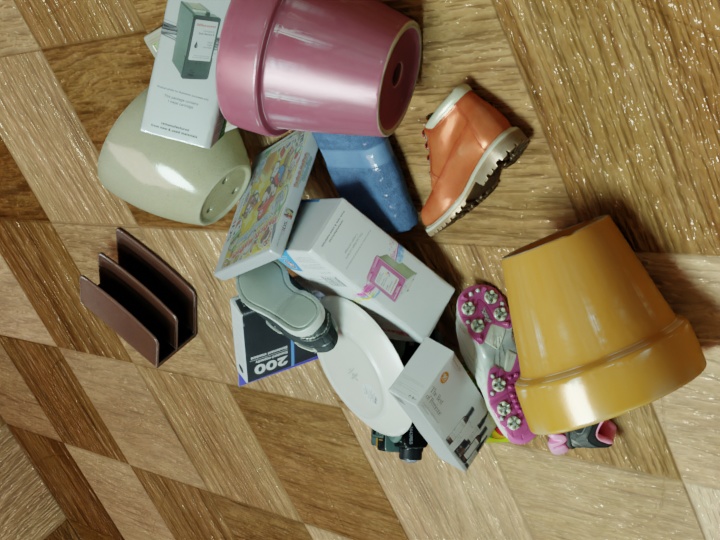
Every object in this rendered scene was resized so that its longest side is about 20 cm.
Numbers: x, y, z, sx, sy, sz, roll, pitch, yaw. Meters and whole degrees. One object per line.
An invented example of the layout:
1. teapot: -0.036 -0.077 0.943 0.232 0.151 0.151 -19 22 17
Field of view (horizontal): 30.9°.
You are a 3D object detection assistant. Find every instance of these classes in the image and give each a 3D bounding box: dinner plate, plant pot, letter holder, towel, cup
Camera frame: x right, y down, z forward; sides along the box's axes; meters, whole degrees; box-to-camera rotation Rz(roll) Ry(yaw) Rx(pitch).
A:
1. dinner plate: -0.005 0.127 1.660 0.200 0.024 0.202 38 145 33
2. plant pot: -0.037 -0.231 1.422 0.177 0.201 0.201 18 140 17
3. letter holder: -0.385 0.042 2.251 0.199 0.100 0.143 37 146 19
4. towel: 0.002 -0.141 1.595 0.111 0.048 0.202 9 131 48
5. cup: -0.230 -0.144 1.737 0.143 0.200 0.201 41 149 16
6. plant pot: 0.239 0.049 1.378 0.200 0.199 0.185 -21 91 58

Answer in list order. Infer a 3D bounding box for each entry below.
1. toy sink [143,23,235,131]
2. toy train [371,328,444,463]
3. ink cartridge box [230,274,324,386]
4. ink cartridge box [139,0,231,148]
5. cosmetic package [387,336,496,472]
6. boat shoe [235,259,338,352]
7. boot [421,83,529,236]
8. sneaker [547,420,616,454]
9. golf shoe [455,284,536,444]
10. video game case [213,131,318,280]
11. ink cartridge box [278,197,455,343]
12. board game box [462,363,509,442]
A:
1. toy sink: -0.159 -0.242 1.628 0.130 0.112 0.201 -7 119 55
2. toy train: 0.058 0.154 1.744 0.114 0.084 0.203 170 102 -67
3. ink cartridge box: -0.079 0.083 1.808 0.201 0.196 0.044 92 153 -50
4. ink cartridge box: -0.177 -0.251 1.466 0.083 0.146 0.202 14 101 -2
5. cosmetic package: 0.107 0.169 1.610 0.050 0.083 0.200 25 162 34
6. boat shoe: -0.096 0.046 1.665 0.060 0.075 0.200 53 175 -38
7. boot: 0.105 -0.123 1.465 0.107 0.075 0.200 46 141 10
8. sneaker: 0.265 0.140 1.557 0.094 0.079 0.202 3 131 23
9. golf shoe: 0.170 0.120 1.611 0.092 0.074 0.202 118 137 -70
10. video game case: -0.120 -0.087 1.685 0.023 0.184 0.199 24 161 -22
11. ink cartridge box: 0.000 0.000 1.640 0.200 0.085 0.144 39 165 -22
12. board game box: 0.155 0.178 1.746 0.102 0.048 0.199 57 149 -12
